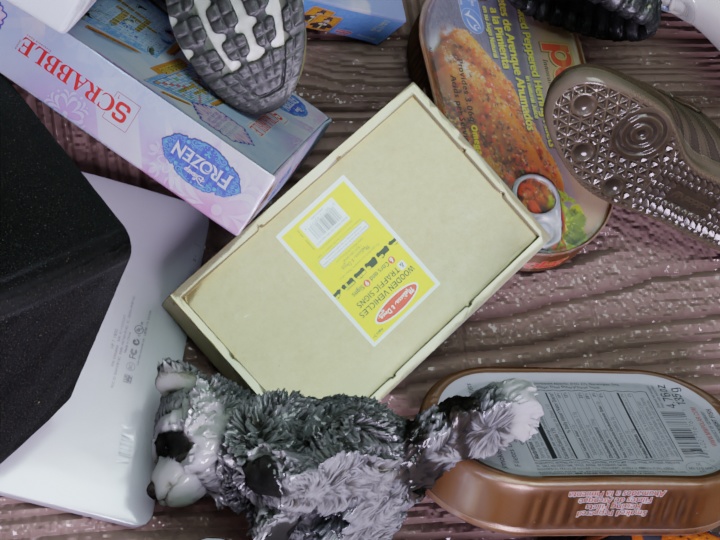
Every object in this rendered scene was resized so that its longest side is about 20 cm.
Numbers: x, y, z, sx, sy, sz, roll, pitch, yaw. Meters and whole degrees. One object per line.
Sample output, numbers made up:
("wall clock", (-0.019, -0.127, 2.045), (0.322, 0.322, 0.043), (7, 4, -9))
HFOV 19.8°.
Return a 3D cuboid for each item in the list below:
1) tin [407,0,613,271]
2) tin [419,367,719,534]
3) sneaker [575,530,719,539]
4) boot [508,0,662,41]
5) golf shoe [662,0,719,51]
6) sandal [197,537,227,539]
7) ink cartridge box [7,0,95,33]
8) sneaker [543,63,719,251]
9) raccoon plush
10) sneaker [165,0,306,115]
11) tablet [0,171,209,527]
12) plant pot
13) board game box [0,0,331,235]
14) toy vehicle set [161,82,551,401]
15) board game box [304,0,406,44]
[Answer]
("tin", (0.093, -0.095, 1.288), (0.111, 0.042, 0.202), (-4, 67, -16))
("tin", (0.126, 0.100, 1.174), (0.198, 0.042, 0.112), (1, 30, -17))
("sneaker", (0.198, 0.219, 1.152), (0.112, 0.078, 0.201), (-30, 78, -27))
("boot", (0.200, -0.220, 1.290), (0.209, 0.080, 0.159), (6, 63, 15))
("golf shoe", (0.200, -0.195, 1.365), (0.097, 0.078, 0.201), (-29, 71, -11))
("sandal", (-0.031, 0.220, 1.018), (0.075, 0.045, 0.201), (-37, 89, -21))
("ink cartridge box", (-0.215, -0.206, 1.072), (0.199, 0.047, 0.160), (33, 15, -8))
("sneaker", (0.178, -0.078, 1.271), (0.199, 0.070, 0.076), (33, 28, -35))
("raccoon plush", (-0.018, 0.087, 1.110), (0.199, 0.097, 0.134), (-15, 39, -25))
("sneaker", (-0.077, -0.178, 1.142), (0.076, 0.089, 0.202), (-22, 80, 6))
("tablet", (-0.162, 0.036, 1.151), (0.129, 0.014, 0.202), (15, 61, -12))
("plant pot", (-0.234, 0.004, 1.031), (0.177, 0.201, 0.200), (-22, 61, -40))
("board game box", (-0.121, -0.110, 1.147), (0.199, 0.041, 0.200), (35, 15, 0))
("toy vehicle set", (0.000, 0.000, 1.188), (0.200, 0.027, 0.124), (-41, 90, -19))
("board game box", (-0.070, -0.227, 1.259), (0.199, 0.037, 0.153), (8, 61, -40))
